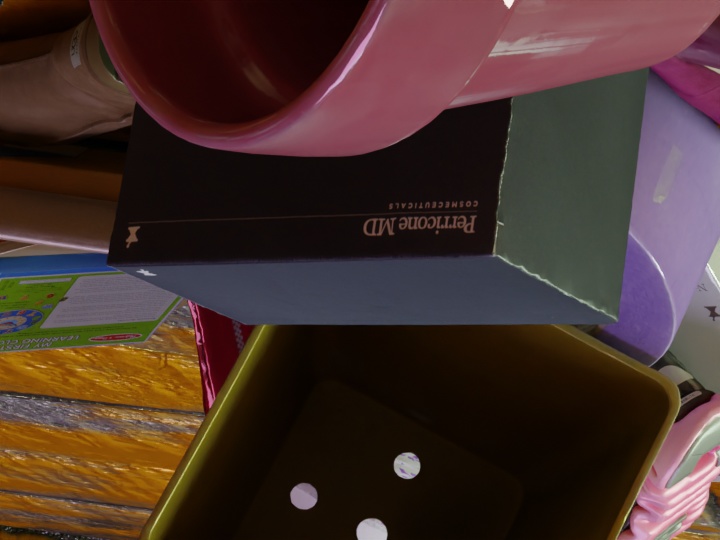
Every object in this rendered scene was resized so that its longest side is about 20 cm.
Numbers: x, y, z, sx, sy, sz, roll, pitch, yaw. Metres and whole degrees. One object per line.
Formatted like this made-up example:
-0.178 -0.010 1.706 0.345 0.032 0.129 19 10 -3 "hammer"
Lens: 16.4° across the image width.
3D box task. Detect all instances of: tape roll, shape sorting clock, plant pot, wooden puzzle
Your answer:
0.076 -0.038 1.215 0.199 0.085 0.200 23 152 13 "tape roll"
-0.174 0.007 1.490 0.198 0.040 0.200 -13 160 -5 "shape sorting clock"
0.017 0.118 1.253 0.199 0.201 0.177 28 163 2 "plant pot"
-0.178 -0.057 1.417 0.183 0.038 0.200 8 -165 4 "wooden puzzle"
0.029 -0.135 0.829 0.178 0.202 0.199 1 174 -38 "plant pot"

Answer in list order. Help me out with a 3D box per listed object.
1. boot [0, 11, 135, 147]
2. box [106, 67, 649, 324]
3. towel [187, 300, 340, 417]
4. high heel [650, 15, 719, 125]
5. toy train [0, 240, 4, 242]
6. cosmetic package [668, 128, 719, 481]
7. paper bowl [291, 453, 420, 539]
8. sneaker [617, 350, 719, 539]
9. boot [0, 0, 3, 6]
-0.113 -0.094 1.324 0.174 0.067 0.200 21 165 -29 "boot"
0.011 -0.076 1.047 0.199 0.184 0.104 0 163 36 "box"
0.000 0.000 1.344 0.198 0.146 0.023 -14 -149 -13 "towel"
0.163 -0.103 1.142 0.096 0.068 0.200 29 175 23 "high heel"
-0.225 -0.039 1.550 0.198 0.085 0.116 11 166 -8 "toy train"
0.184 0.023 1.369 0.112 0.081 0.201 -4 130 41 "cosmetic package"
0.015 0.105 1.482 0.199 0.105 0.201 21 -162 -7 "paper bowl"
0.146 0.102 1.380 0.095 0.079 0.200 47 149 18 "sneaker"
-0.222 -0.092 1.200 0.199 0.152 0.073 -5 160 45 "boot"
